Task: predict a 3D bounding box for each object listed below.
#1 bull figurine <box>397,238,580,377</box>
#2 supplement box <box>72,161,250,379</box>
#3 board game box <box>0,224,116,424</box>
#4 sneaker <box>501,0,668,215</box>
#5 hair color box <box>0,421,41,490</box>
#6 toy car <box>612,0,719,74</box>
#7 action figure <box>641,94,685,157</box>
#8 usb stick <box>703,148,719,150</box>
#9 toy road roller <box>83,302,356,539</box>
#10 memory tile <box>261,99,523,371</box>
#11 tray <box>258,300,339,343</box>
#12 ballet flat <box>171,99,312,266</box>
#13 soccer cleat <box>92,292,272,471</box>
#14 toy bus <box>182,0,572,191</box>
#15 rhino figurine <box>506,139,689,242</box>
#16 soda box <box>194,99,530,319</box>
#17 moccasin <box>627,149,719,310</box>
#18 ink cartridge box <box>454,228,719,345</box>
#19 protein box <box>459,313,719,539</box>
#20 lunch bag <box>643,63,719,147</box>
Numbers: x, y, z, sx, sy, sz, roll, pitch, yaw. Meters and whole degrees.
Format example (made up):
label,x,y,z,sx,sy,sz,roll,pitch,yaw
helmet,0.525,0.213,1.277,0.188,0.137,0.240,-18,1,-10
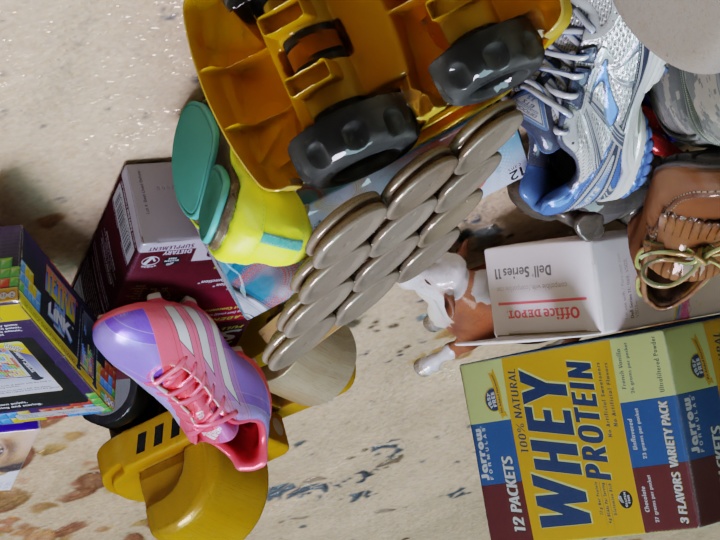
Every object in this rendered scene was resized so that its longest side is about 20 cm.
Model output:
label,x,y,z,sx,sy,sz,roll,pitch,yaw
bull figurine,0.103,0.026,1.762,0.199,0.065,0.121,0,155,-30
supplement box,-0.121,0.002,1.578,0.108,0.061,0.200,-5,154,-21
board game box,-0.274,0.043,1.515,0.199,0.057,0.165,-7,150,13
sneaker,0.126,-0.109,1.394,0.085,0.077,0.200,-27,135,-24
hair color box,-0.336,0.117,1.696,0.199,0.065,0.109,-6,154,-24
toy car,0.227,-0.211,1.260,0.200,0.184,0.177,-40,161,-25
action figure,0.213,-0.092,1.530,0.199,0.065,0.052,1,122,15
usb stick,0.302,-0.099,1.589,0.200,0.033,0.056,-28,149,-12
toy road roller,-0.096,0.115,1.731,0.200,0.146,0.123,-25,155,21
memory tile,0.015,-0.019,1.353,0.153,0.017,0.200,-35,167,-24
tray,0.000,0.000,1.566,0.099,0.037,0.200,-43,-178,-21
ballet flat,-0.065,-0.045,1.373,0.067,0.200,0.067,14,105,-15
soccer cleat,-0.109,0.073,1.570,0.067,0.077,0.200,-21,155,14
toy bus,0.035,-0.130,1.323,0.200,0.136,0.192,-29,166,21
rhino figurine,0.183,-0.056,1.621,0.199,0.087,0.060,2,107,-36
soda box,-0.001,-0.054,1.453,0.200,0.068,0.064,-28,134,-4
moccasin,0.202,-0.022,1.475,0.073,0.078,0.201,1,164,-11
ink cartridge box,0.169,0.007,1.676,0.200,0.068,0.117,-9,-178,-37
protein box,0.215,0.107,1.706,0.200,0.135,0.198,-9,177,-43
lunch bag,0.266,-0.140,1.413,0.199,0.140,0.168,-9,172,-8
